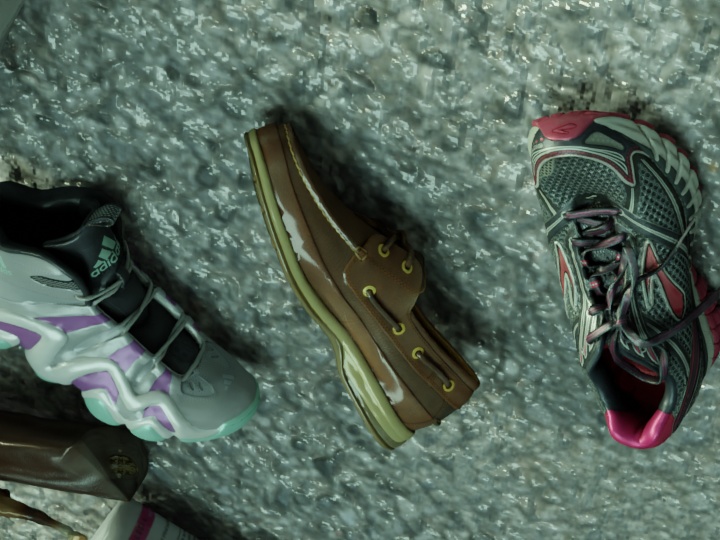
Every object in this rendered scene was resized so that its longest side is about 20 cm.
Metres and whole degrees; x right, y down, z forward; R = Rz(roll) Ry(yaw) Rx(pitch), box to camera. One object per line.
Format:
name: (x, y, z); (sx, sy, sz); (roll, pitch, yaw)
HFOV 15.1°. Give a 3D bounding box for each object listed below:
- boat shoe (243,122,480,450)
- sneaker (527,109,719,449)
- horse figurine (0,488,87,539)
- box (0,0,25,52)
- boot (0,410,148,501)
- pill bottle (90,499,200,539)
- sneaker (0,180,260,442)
boat shoe: (0.000, 0.001, 1.442); (0.067, 0.072, 0.201); (-25, 116, 7)
sneaker: (0.133, 0.002, 1.351); (0.080, 0.075, 0.201); (-1, 134, 30)
horse figurine: (-0.257, 0.155, 1.573); (0.132, 0.199, 0.050); (27, 117, 44)
box: (-0.298, -0.122, 1.431); (0.199, 0.107, 0.152); (30, 142, -5)
boot: (-0.239, 0.096, 1.641); (0.199, 0.065, 0.186); (11, 175, 23)
pill bottle: (-0.093, 0.241, 1.720); (0.199, 0.114, 0.113); (32, 142, -7)
sneaker: (-0.138, 0.013, 1.517); (0.199, 0.078, 0.140); (23, 139, -1)
